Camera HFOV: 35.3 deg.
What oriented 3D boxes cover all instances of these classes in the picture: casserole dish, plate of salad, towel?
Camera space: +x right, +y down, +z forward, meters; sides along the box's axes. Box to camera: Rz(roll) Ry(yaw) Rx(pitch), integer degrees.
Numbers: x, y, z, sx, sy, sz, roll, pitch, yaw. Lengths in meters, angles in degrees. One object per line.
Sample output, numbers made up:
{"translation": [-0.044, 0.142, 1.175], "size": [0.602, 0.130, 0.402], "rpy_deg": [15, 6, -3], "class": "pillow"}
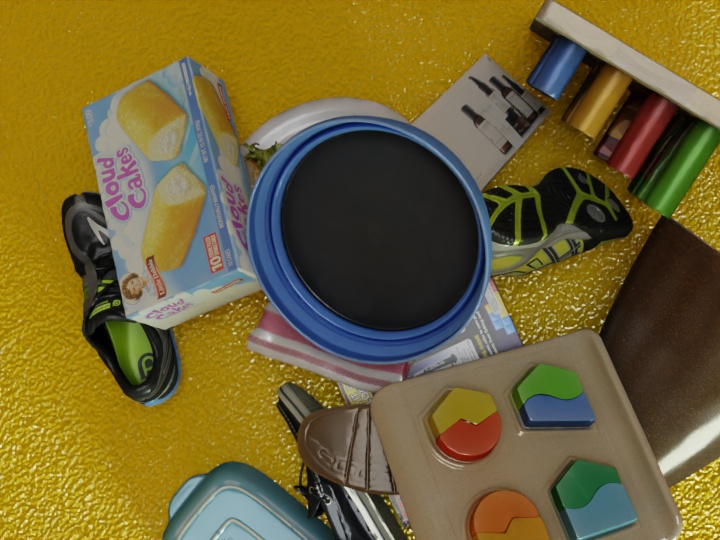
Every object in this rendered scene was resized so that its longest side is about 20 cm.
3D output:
{"translation": [-0.087, 0.259, 1.001], "size": [0.200, 0.039, 0.121], "rpy_deg": [39, 86, 3], "class": "casserole dish"}
{"translation": [-0.035, -0.073, 0.984], "size": [0.199, 0.048, 0.201], "rpy_deg": [-7, 61, 12], "class": "plate of salad"}
{"translation": [0.000, 0.000, 0.978], "size": [0.146, 0.030, 0.201], "rpy_deg": [15, 67, 19], "class": "towel"}

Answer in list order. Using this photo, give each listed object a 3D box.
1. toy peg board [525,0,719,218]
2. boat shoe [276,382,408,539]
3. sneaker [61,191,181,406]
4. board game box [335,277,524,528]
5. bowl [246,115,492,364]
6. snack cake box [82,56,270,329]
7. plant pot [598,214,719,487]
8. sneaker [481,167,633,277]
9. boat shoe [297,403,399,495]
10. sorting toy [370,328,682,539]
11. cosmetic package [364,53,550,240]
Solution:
{"translation": [0.214, -0.132, 0.962], "size": [0.199, 0.200, 0.098], "rpy_deg": [31, 101, 1], "class": "toy peg board"}
{"translation": [-0.025, 0.189, 0.984], "size": [0.062, 0.075, 0.200], "rpy_deg": [-33, 79, 8], "class": "boat shoe"}
{"translation": [-0.210, 0.022, 0.992], "size": [0.071, 0.083, 0.200], "rpy_deg": [-20, 86, 2], "class": "sneaker"}
{"translation": [0.069, 0.101, 1.005], "size": [0.165, 0.057, 0.201], "rpy_deg": [-24, 87, 0], "class": "board game box"}
{"translation": [0.009, -0.025, 0.888], "size": [0.200, 0.039, 0.201], "rpy_deg": [8, 113, 19], "class": "bowl"}
{"translation": [-0.158, -0.065, 0.969], "size": [0.115, 0.067, 0.201], "rpy_deg": [-22, 71, 17], "class": "snack cake box"}
{"translation": [0.271, 0.087, 0.962], "size": [0.187, 0.187, 0.200], "rpy_deg": [37, 100, 2], "class": "plant pot"}
{"translation": [0.156, -0.037, 0.985], "size": [0.199, 0.076, 0.076], "rpy_deg": [-7, 57, -37], "class": "sneaker"}
{"translation": [0.047, 0.149, 0.942], "size": [0.199, 0.065, 0.072], "rpy_deg": [6, 87, 1], "class": "boat shoe"}
{"translation": [0.128, 0.149, 0.880], "size": [0.199, 0.037, 0.186], "rpy_deg": [-16, 67, -11], "class": "sorting toy"}
{"translation": [0.084, -0.106, 0.965], "size": [0.082, 0.051, 0.200], "rpy_deg": [40, 46, 3], "class": "cosmetic package"}
